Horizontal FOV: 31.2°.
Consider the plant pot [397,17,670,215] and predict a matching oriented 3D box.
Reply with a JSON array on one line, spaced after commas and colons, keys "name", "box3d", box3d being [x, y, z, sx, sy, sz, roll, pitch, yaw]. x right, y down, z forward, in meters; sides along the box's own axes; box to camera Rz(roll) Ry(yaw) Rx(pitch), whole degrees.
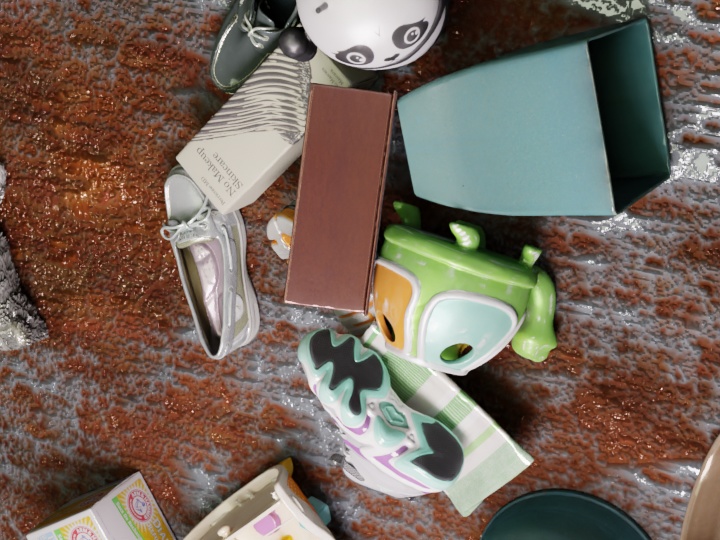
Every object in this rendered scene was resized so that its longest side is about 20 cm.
[{"name": "plant pot", "box3d": [0.142, -0.124, 1.120, 0.199, 0.141, 0.142, -4, 104, 33]}]

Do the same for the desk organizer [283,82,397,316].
[{"name": "desk organizer", "box3d": [-0.020, -0.066, 1.165, 0.077, 0.072, 0.201, 7, 96, -4]}]

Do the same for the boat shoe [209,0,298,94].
[{"name": "boat shoe", "box3d": [-0.092, -0.247, 1.229, 0.073, 0.062, 0.200, 45, 118, 6]}]

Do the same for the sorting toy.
[{"name": "sorting toy", "box3d": [-0.081, 0.317, 1.386, 0.200, 0.107, 0.180, -38, 96, 28]}]

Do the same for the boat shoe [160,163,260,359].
[{"name": "boat shoe", "box3d": [-0.159, -0.011, 1.332, 0.074, 0.065, 0.203, -6, 103, 26]}]

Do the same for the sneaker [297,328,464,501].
[{"name": "sneaker", "box3d": [-0.006, 0.154, 1.261, 0.200, 0.078, 0.140, 47, 144, -1]}]

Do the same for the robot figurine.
[{"name": "robot figurine", "box3d": [0.014, -0.231, 1.104, 0.124, 0.200, 0.151, 23, 101, 4]}]

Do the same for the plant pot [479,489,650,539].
[{"name": "plant pot", "box3d": [0.174, 0.338, 1.218, 0.199, 0.188, 0.201, 7, 108, 23]}]

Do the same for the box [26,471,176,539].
[{"name": "box", "box3d": [-0.271, 0.350, 1.474, 0.112, 0.101, 0.201, -26, 94, 29]}]

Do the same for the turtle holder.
[{"name": "turtle holder", "box3d": [0.091, 0.023, 1.187, 0.140, 0.185, 0.132, 21, 95, 35]}]

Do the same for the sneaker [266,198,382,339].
[{"name": "sneaker", "box3d": [0.000, 0.000, 1.259, 0.200, 0.077, 0.078, 49, 142, -17]}]

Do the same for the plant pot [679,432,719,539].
[{"name": "plant pot", "box3d": [0.388, 0.236, 1.102, 0.174, 0.200, 0.201, 19, 114, 0]}]

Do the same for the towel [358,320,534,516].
[{"name": "towel", "box3d": [0.062, 0.147, 1.270, 0.200, 0.023, 0.153, 44, 145, 6]}]

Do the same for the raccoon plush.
[{"name": "raccoon plush", "box3d": [-0.396, -0.004, 1.433, 0.133, 0.097, 0.201, 25, 115, 7]}]

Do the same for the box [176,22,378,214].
[{"name": "box", "box3d": [-0.083, -0.149, 1.252, 0.082, 0.068, 0.200, 49, 118, 4]}]
